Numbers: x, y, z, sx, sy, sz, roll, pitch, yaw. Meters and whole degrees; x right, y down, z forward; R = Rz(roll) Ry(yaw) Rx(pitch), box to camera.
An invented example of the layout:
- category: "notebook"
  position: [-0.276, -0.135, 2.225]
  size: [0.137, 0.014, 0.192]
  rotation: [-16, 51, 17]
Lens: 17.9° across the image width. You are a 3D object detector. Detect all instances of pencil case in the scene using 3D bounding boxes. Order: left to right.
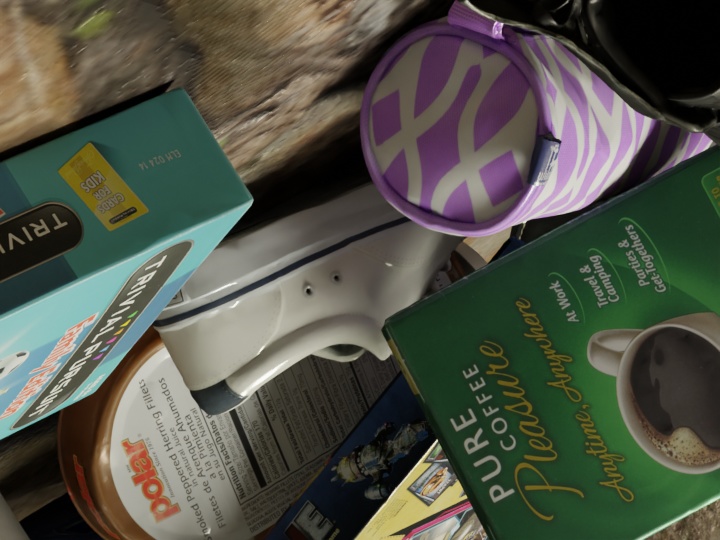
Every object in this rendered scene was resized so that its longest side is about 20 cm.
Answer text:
- category: "pencil case"
  position: [0.075, -0.067, 0.879]
  size: [0.200, 0.084, 0.086]
  rotation: [-18, 119, -61]

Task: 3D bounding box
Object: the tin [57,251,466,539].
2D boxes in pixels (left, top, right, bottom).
- category: "tin"
  position: [-0.035, 0.048, 0.974]
  size: [0.200, 0.112, 0.042]
  rotation: [-30, -164, -25]

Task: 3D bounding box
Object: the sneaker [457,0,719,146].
- category: "sneaker"
  position: [0.120, -0.069, 0.770]
  size: [0.060, 0.199, 0.104]
  rotation: [-60, -170, 14]

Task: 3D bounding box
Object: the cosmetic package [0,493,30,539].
- category: "cosmetic package"
  position: [-0.152, 0.164, 0.906]
  size: [0.090, 0.200, 0.107]
  rotation: [-32, 174, 2]

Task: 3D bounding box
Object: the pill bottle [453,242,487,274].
- category: "pill bottle"
  position: [-0.023, 0.060, 1.077]
  size: [0.200, 0.112, 0.111]
  rotation: [-26, 168, -42]

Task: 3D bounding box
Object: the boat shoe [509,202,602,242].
- category: "boat shoe"
  position: [0.143, -0.061, 1.139]
  size: [0.199, 0.075, 0.066]
  rotation: [-38, 168, 21]

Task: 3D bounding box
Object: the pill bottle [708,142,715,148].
- category: "pill bottle"
  position: [0.214, -0.106, 1.034]
  size: [0.200, 0.112, 0.112]
  rotation: [-30, 170, -17]

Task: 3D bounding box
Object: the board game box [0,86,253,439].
- category: "board game box"
  position: [-0.146, 0.030, 0.703]
  size: [0.200, 0.047, 0.151]
  rotation: [-27, 169, -35]

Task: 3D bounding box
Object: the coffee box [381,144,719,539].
- category: "coffee box"
  position: [0.120, 0.027, 0.878]
  size: [0.199, 0.123, 0.044]
  rotation: [-29, 179, -4]

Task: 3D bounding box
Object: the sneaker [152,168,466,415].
- category: "sneaker"
  position: [0.000, 0.000, 0.927]
  size: [0.199, 0.071, 0.073]
  rotation: [-22, -170, -30]

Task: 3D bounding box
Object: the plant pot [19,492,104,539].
- category: "plant pot"
  position: [-0.056, 0.194, 1.191]
  size: [0.179, 0.201, 0.200]
  rotation: [-15, -173, 24]

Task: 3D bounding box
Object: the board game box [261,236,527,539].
- category: "board game box"
  position: [0.041, 0.083, 0.984]
  size: [0.200, 0.035, 0.135]
  rotation: [-51, 151, 11]
